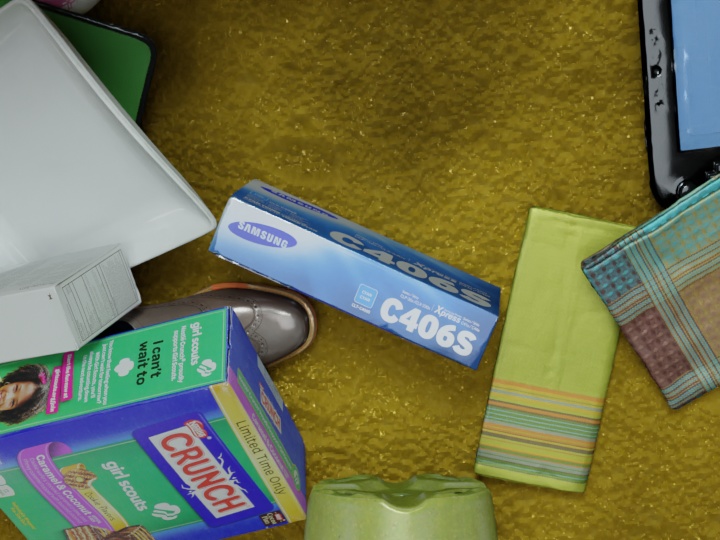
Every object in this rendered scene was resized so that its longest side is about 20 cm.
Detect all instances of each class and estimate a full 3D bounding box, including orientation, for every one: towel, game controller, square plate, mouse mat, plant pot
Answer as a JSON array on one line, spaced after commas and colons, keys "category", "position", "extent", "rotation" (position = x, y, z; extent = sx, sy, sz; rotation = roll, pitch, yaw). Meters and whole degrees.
[{"category": "towel", "position": [0.141, 0.059, 1.031], "extent": [0.085, 0.018, 0.203], "rotation": [11, 101, -1]}, {"category": "game controller", "position": [0.241, -0.140, 0.965], "extent": [0.103, 0.042, 0.203], "rotation": [-5, 102, 8]}, {"category": "square plate", "position": [-0.222, -0.075, 0.977], "extent": [0.199, 0.029, 0.199], "rotation": [-22, 120, 34]}, {"category": "mouse mat", "position": [-0.238, -0.098, 1.006], "extent": [0.159, 0.008, 0.202], "rotation": [16, 123, -6]}, {"category": "plant pot", "position": [0.028, 0.242, 1.002], "extent": [0.197, 0.200, 0.187], "rotation": [-1, 90, 7]}, {"category": "towel", "position": [0.269, -0.003, 0.981], "extent": [0.199, 0.022, 0.147], "rotation": [-33, 113, 11]}]

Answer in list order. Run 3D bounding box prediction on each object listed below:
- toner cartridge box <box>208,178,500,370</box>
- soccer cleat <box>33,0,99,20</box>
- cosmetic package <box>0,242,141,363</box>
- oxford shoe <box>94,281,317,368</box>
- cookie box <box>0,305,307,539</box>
[{"category": "toner cartridge box", "position": [0.000, 0.000, 0.994], "extent": [0.198, 0.095, 0.044], "rotation": [24, 102, 1]}, {"category": "soccer cleat", "position": [-0.261, -0.161, 1.015], "extent": [0.197, 0.070, 0.087], "rotation": [-14, 113, 12]}, {"category": "cosmetic package", "position": [-0.258, 0.033, 1.003], "extent": [0.198, 0.082, 0.051], "rotation": [-10, 105, 30]}, {"category": "oxford shoe", "position": [-0.130, 0.054, 1.030], "extent": [0.197, 0.073, 0.072], "rotation": [-9, 99, 8]}, {"category": "cookie box", "position": [-0.155, 0.124, 1.004], "extent": [0.197, 0.076, 0.172], "rotation": [-15, 136, 9]}]
